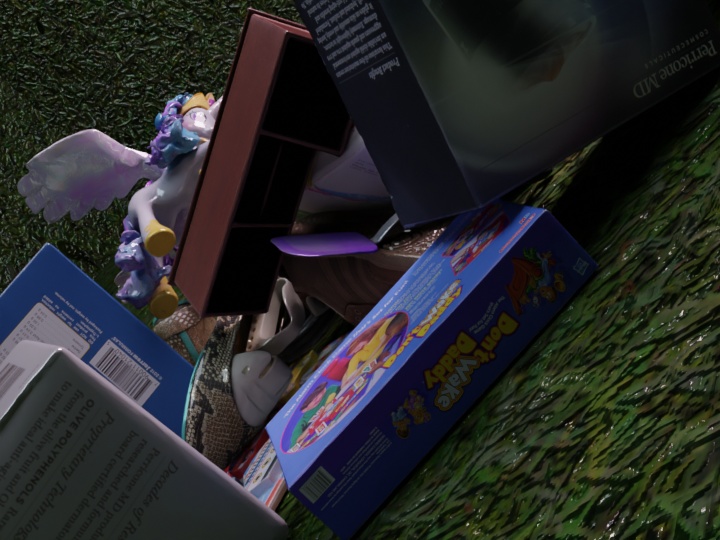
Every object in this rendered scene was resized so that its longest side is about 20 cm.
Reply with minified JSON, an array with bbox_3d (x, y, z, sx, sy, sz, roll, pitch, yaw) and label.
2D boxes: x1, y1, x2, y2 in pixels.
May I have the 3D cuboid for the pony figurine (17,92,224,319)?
[{"bbox_3d":[-0.162,-0.052,1.048,0.192,0.167,0.201,-39,34,9],"label":"pony figurine"}]

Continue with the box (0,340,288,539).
[{"bbox_3d":[-0.182,0.170,0.759,0.201,0.171,0.199,-55,16,-14],"label":"box"}]

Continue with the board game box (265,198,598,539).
[{"bbox_3d":[0.033,0.047,0.742,0.200,0.045,0.134,-47,12,-1],"label":"board game box"}]

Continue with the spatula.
[{"bbox_3d":[0.039,-0.040,0.854,0.197,0.021,0.056,-20,20,-13],"label":"spatula"}]

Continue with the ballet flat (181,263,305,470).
[{"bbox_3d":[-0.079,0.058,0.946,0.074,0.068,0.202,-17,38,22],"label":"ballet flat"}]

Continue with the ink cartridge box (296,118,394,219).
[{"bbox_3d":[0.007,-0.121,0.951,0.200,0.086,0.148,151,129,-64],"label":"ink cartridge box"}]

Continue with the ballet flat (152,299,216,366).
[{"bbox_3d":[-0.137,0.085,1.120,0.070,0.066,0.200,-31,-16,-2],"label":"ballet flat"}]

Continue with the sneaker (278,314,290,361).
[{"bbox_3d":[-0.078,0.005,1.074,0.075,0.080,0.203,81,-152,-73],"label":"sneaker"}]

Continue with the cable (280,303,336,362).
[{"bbox_3d":[0.000,0.000,1.042,0.096,0.050,0.201,-20,32,36],"label":"cable"}]

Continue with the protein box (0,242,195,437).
[{"bbox_3d":[-0.234,0.129,0.991,0.201,0.198,0.135,-51,5,-18],"label":"protein box"}]

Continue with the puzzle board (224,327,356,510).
[{"bbox_3d":[-0.072,0.125,0.924,0.150,0.017,0.201,-36,17,43],"label":"puzzle board"}]

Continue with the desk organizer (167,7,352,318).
[{"bbox_3d":[-0.063,-0.066,0.880,0.077,0.071,0.203,39,114,61],"label":"desk organizer"}]

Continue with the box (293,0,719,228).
[{"bbox_3d":[0.081,-0.162,0.766,0.198,0.200,0.123,-30,8,-19],"label":"box"}]

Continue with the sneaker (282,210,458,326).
[{"bbox_3d":[0.021,0.003,0.901,0.070,0.077,0.199,-29,24,-32],"label":"sneaker"}]
